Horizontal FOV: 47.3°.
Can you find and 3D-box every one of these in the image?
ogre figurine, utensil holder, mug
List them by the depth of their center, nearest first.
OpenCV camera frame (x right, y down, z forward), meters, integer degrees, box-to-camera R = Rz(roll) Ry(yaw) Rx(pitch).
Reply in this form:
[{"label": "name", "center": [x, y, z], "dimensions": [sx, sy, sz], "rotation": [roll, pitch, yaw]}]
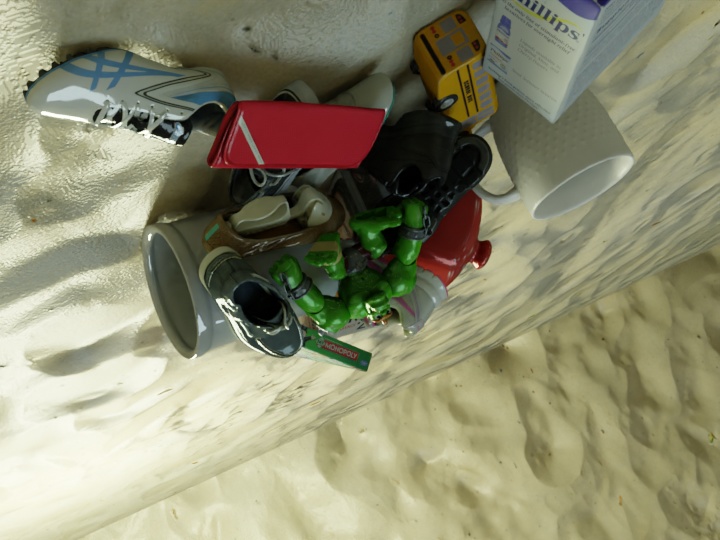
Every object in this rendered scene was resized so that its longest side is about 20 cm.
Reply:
[{"label": "ogre figurine", "center": [0.000, 0.000, 0.983], "dimensions": [0.200, 0.098, 0.121], "rotation": [-40, 130, -31]}, {"label": "utensil holder", "center": [-0.150, -0.002, 1.038], "dimensions": [0.199, 0.171, 0.170], "rotation": [-20, 162, -29]}, {"label": "mug", "center": [0.228, -0.167, 1.084], "dimensions": [0.199, 0.176, 0.147], "rotation": [-31, 162, 16]}]

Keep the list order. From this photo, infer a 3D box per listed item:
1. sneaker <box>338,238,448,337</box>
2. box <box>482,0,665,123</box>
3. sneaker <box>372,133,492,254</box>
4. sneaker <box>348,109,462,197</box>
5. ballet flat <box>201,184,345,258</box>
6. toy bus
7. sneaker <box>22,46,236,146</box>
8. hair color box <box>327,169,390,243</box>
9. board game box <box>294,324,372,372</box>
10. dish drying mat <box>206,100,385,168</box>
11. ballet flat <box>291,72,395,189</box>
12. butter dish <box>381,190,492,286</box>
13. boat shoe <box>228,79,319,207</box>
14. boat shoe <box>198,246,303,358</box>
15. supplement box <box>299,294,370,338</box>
[{"label": "sneaker", "center": [0.010, 0.024, 1.084], "dimensions": [0.089, 0.199, 0.082], "rotation": [-62, 156, -21]}, {"label": "box", "center": [0.224, -0.278, 0.798], "dimensions": [0.184, 0.105, 0.200], "rotation": [-46, 167, -14]}, {"label": "sneaker", "center": [0.089, -0.091, 1.041], "dimensions": [0.200, 0.076, 0.079], "rotation": [-39, 180, 16]}, {"label": "sneaker", "center": [0.038, -0.130, 0.982], "dimensions": [0.075, 0.092, 0.199], "rotation": [12, 171, -30]}, {"label": "ballet flat", "center": [-0.089, -0.064, 0.952], "dimensions": [0.199, 0.068, 0.072], "rotation": [-16, 154, -33]}, {"label": "toy bus", "center": [0.113, -0.217, 0.966], "dimensions": [0.078, 0.065, 0.200], "rotation": [-30, 162, 6]}, {"label": "sneaker", "center": [-0.191, -0.146, 0.724], "dimensions": [0.199, 0.073, 0.072], "rotation": [-7, 156, -43]}, {"label": "hair color box", "center": [-0.011, -0.061, 1.172], "dimensions": [0.060, 0.100, 0.200], "rotation": [-17, 160, -23]}, {"label": "board game box", "center": [-0.092, 0.101, 1.170], "dimensions": [0.134, 0.029, 0.199], "rotation": [26, 167, -32]}, {"label": "dish drying mat", "center": [-0.057, -0.132, 0.819], "dimensions": [0.199, 0.018, 0.077], "rotation": [-7, 135, -46]}, {"label": "ballet flat", "center": [-0.037, -0.154, 0.943], "dimensions": [0.069, 0.070, 0.200], "rotation": [-10, 160, -41]}, {"label": "butter dish", "center": [0.120, -0.048, 1.192], "dimensions": [0.200, 0.147, 0.201], "rotation": [120, -7, -64]}, {"label": "boat shoe", "center": [-0.102, -0.130, 0.895], "dimensions": [0.068, 0.074, 0.199], "rotation": [-32, 177, -32]}, {"label": "boat shoe", "center": [-0.112, 0.052, 0.937], "dimensions": [0.073, 0.062, 0.200], "rotation": [-44, 139, -11]}, {"label": "supplement box", "center": [-0.070, 0.060, 1.329], "dimensions": [0.125, 0.074, 0.199], "rotation": [-12, -172, -35]}]
